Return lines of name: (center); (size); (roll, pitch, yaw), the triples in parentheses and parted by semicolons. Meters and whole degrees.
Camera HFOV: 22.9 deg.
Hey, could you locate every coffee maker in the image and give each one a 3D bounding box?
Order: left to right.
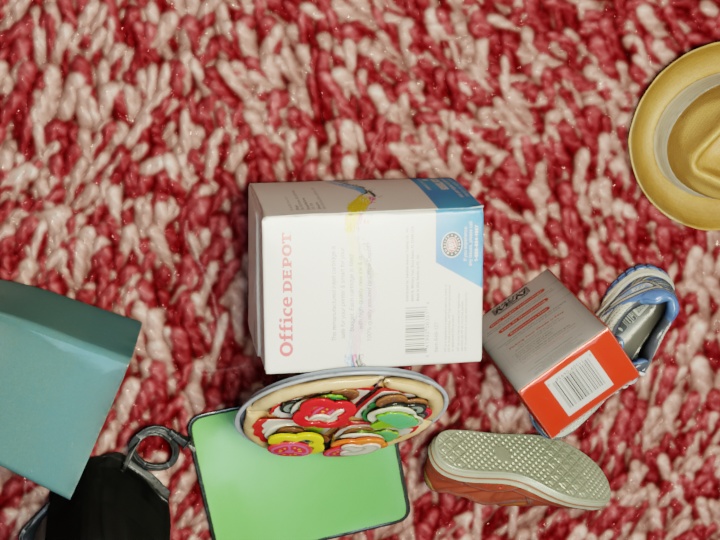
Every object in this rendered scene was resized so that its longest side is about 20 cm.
coffee maker: (-0.234, 0.254, 1.625); (0.135, 0.200, 0.192); (18, 103, -14)

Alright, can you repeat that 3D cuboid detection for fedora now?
fedora: (0.359, -0.122, 1.683); (0.201, 0.082, 0.201); (-2, 105, -8)

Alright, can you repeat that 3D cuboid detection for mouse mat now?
mouse mat: (-0.059, 0.195, 1.742); (0.200, 0.008, 0.161); (-12, 107, -5)

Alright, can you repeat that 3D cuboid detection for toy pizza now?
toy pizza: (-0.016, 0.140, 1.645); (0.200, 0.200, 0.032); (-3, 64, -9)

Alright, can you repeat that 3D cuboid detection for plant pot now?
plant pot: (-0.321, 0.088, 1.604); (0.200, 0.141, 0.141); (23, 100, -7)

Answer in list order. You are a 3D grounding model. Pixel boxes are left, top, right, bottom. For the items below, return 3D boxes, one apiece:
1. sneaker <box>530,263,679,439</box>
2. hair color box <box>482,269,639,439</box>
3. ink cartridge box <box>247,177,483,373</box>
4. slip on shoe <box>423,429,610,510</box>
sneaker: (0.236, 0.084, 1.719); (0.077, 0.085, 0.200); (33, 98, -16)
hair color box: (0.175, 0.074, 1.645); (0.102, 0.200, 0.061); (-36, 108, 2)
ink cartridge box: (0.000, 0.000, 1.624); (0.200, 0.145, 0.147); (-2, 105, -9)
slip on shoe: (0.154, 0.203, 1.755); (0.200, 0.074, 0.061); (10, 138, -18)
